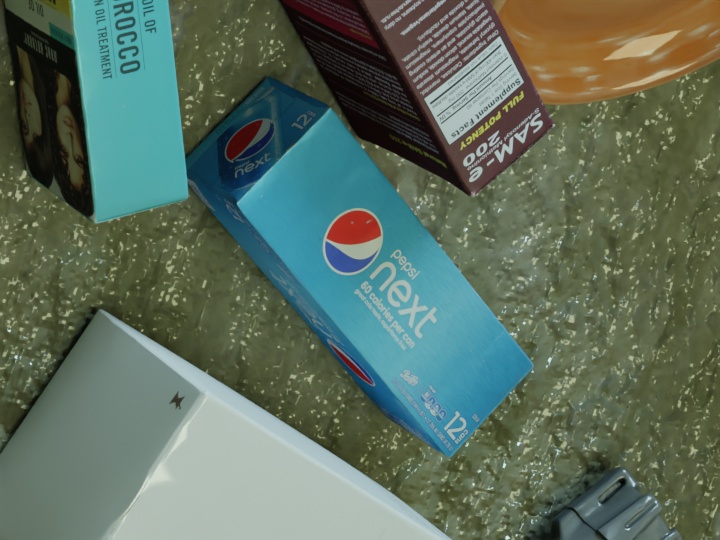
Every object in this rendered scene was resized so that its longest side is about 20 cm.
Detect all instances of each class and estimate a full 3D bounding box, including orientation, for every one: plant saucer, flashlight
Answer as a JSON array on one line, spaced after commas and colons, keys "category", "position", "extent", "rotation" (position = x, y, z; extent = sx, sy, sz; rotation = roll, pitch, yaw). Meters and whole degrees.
[{"category": "plant saucer", "position": [0.145, -0.153, 1.440], "extent": [0.200, 0.038, 0.200], "rotation": [-19, 155, -9]}, {"category": "flashlight", "position": [0.089, 0.199, 1.580], "extent": [0.200, 0.068, 0.068], "rotation": [-37, 150, -16]}]

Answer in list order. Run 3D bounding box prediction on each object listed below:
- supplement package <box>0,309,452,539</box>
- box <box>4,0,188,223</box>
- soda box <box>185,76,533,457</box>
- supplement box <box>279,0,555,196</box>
[{"category": "supplement package", "position": [-0.066, 0.128, 1.419], "extent": [0.200, 0.120, 0.121], "rotation": [35, 89, -37]}, {"category": "box", "position": [-0.125, -0.129, 1.307], "extent": [0.049, 0.082, 0.200], "rotation": [-16, 116, -25]}, {"category": "soda box", "position": [0.000, 0.000, 1.446], "extent": [0.068, 0.064, 0.200], "rotation": [-46, 126, -10]}, {"category": "supplement box", "position": [0.004, -0.138, 1.369], "extent": [0.061, 0.109, 0.200], "rotation": [-40, 125, -14]}]
